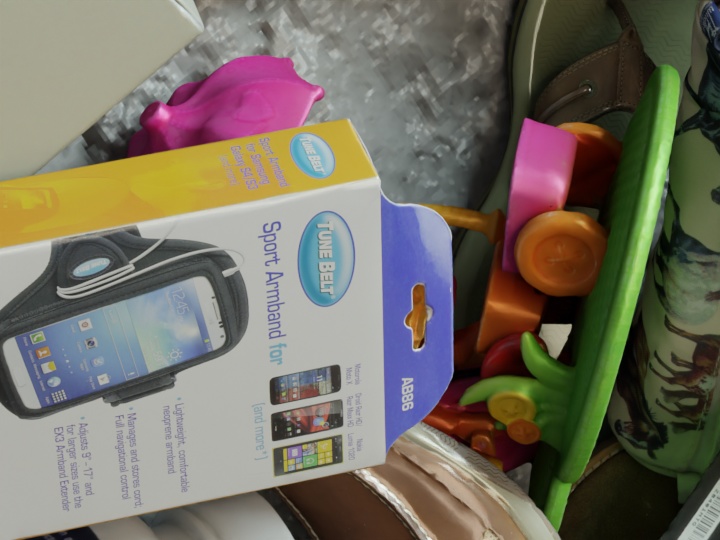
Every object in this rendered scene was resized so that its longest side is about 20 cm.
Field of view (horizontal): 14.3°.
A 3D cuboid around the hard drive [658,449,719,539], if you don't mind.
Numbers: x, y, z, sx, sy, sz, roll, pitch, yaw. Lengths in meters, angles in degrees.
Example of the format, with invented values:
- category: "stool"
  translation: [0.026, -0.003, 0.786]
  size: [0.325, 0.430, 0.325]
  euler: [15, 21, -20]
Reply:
- category: "hard drive"
  translation: [0.167, 0.114, 1.100]
  size: [0.140, 0.038, 0.200]
  euler: [-53, 153, -15]

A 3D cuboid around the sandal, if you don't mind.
- category: "sandal"
  translation: [0.090, -0.043, 1.094]
  size: [0.080, 0.057, 0.201]
  euler: [18, 88, -25]

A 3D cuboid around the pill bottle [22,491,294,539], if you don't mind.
- category: "pill bottle"
  translation: [-0.117, 0.141, 0.971]
  size: [0.200, 0.111, 0.111]
  euler: [-18, 103, -26]

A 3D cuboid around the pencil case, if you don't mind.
- category: "pencil case"
  translation: [0.146, -0.012, 1.073]
  size: [0.078, 0.089, 0.200]
  euler: [13, 123, 6]

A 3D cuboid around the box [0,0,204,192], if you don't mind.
- category: "box"
  translation: [-0.149, -0.048, 0.913]
  size: [0.200, 0.082, 0.068]
  euler: [-39, 115, 9]

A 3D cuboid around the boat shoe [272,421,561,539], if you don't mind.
- category: "boat shoe"
  translation: [0.036, 0.122, 1.000]
  size: [0.200, 0.076, 0.072]
  euler: [43, 56, -12]

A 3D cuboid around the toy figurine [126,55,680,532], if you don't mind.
- category: "toy figurine"
  translation: [0.000, 0.000, 1.019]
  size: [0.184, 0.150, 0.200]
  euler: [14, 129, 1]

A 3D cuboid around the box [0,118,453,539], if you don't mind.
- category: "box"
  translation: [-0.070, 0.022, 0.910]
  size: [0.200, 0.041, 0.119]
  euler: [-12, 129, -14]

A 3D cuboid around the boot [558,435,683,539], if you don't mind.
- category: "boot"
  translation: [0.083, 0.154, 1.101]
  size: [0.074, 0.075, 0.200]
  euler: [36, 77, -24]
